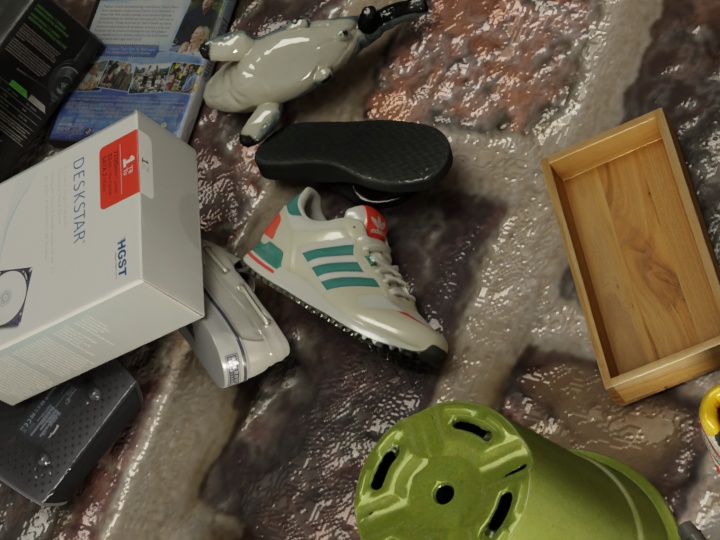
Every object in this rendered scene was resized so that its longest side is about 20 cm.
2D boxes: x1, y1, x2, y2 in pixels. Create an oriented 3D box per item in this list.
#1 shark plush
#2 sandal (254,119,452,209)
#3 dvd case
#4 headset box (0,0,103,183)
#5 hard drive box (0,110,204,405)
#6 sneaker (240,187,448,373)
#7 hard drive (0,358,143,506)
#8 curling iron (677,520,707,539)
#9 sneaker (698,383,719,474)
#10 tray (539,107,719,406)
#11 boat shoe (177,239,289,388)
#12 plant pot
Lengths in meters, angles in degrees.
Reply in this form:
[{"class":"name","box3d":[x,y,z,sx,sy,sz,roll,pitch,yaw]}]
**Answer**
[{"class":"shark plush","box3d":[-0.045,-0.185,1.756,0.200,0.083,0.091,-35,93,15]},{"class":"sandal","box3d":[0.002,-0.081,1.691,0.200,0.048,0.075,10,45,47]},{"class":"dvd case","box3d":[-0.182,-0.193,1.870,0.142,0.018,0.201,5,67,32]},{"class":"headset box","box3d":[-0.345,-0.180,1.892,0.174,0.093,0.200,30,83,42]},{"class":"hard drive box","box3d":[-0.221,-0.008,1.681,0.200,0.077,0.156,-25,53,27]},{"class":"sneaker","box3d":[0.000,0.000,1.632,0.200,0.070,0.094,30,86,39]},{"class":"hard drive","box3d":[-0.268,0.097,1.743,0.200,0.042,0.135,33,82,37]},{"class":"curling iron","box3d":[0.264,0.232,1.386,0.200,0.025,0.050,53,132,41]},{"class":"sneaker","box3d":[0.294,0.136,1.391,0.200,0.082,0.078,28,80,36]},{"class":"tray","box3d":[0.201,-0.011,1.551,0.098,0.037,0.201,-23,56,16]},{"class":"boat shoe","box3d":[-0.115,0.013,1.693,0.066,0.072,0.200,-18,37,-17]},{"class":"plant pot","box3d":[0.090,0.176,1.413,0.199,0.190,0.201,-12,59,21]}]
